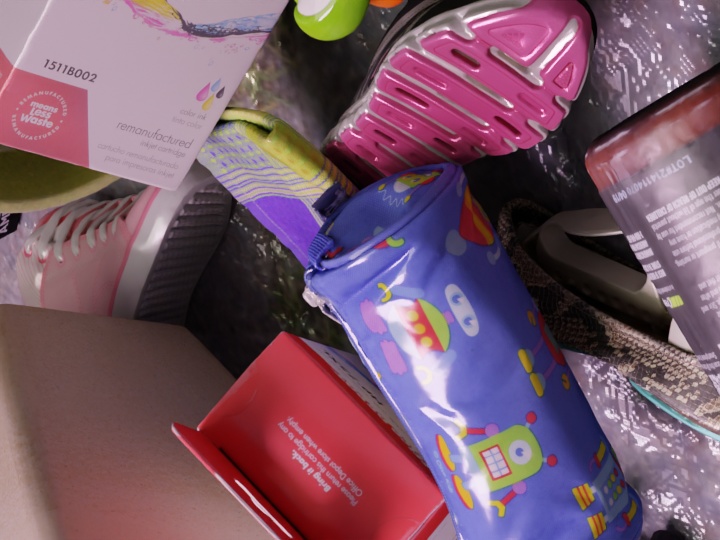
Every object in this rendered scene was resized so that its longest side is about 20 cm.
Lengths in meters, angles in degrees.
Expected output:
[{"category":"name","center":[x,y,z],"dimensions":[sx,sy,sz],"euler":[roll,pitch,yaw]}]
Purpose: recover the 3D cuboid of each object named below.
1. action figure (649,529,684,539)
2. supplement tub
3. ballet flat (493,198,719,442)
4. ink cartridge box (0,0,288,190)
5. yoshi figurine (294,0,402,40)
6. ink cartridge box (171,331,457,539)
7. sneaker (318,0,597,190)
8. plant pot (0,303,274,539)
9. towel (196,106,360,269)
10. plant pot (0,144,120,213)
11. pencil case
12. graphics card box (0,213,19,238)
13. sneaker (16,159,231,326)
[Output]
[{"category":"action figure","center":[0.092,0.196,1.164],"dimensions":[0.129,0.070,0.200],"euler":[22,140,-2]},{"category":"supplement tub","center":[0.181,0.011,0.918],"dimensions":[0.107,0.107,0.201],"euler":[-29,92,53]},{"category":"ballet flat","center":[0.129,0.018,1.020],"dimensions":[0.200,0.068,0.076],"euler":[28,124,39]},{"category":"ink cartridge box","center":[-0.093,-0.145,1.046],"dimensions":[0.201,0.116,0.068],"euler":[-58,43,21]},{"category":"yoshi figurine","center":[0.001,-0.182,0.954],"dimensions":[0.112,0.112,0.200],"euler":[36,125,6]},{"category":"ink cartridge box","center":[-0.001,0.097,1.117],"dimensions":[0.116,0.200,0.067],"euler":[44,97,18]},{"category":"sneaker","center":[0.047,-0.093,1.006],"dimensions":[0.074,0.088,0.200],"euler":[32,154,-10]},{"category":"plant pot","center":[-0.151,0.131,1.215],"dimensions":[0.200,0.199,0.178],"euler":[-46,52,33]},{"category":"towel","center":[0.000,0.000,1.108],"dimensions":[0.200,0.023,0.143],"euler":[48,167,-20]},{"category":"plant pot","center":[-0.187,-0.163,1.168],"dimensions":[0.184,0.200,0.201],"euler":[45,143,35]},{"category":"pencil case","center":[0.047,0.049,1.011],"dimensions":[0.201,0.087,0.078],"euler":[60,-177,-16]},{"category":"graphics card box","center":[-0.313,-0.037,1.369],"dimensions":[0.125,0.200,0.051],"euler":[40,139,21]},{"category":"sneaker","center":[-0.141,-0.013,1.291],"dimensions":[0.105,0.075,0.201],"euler":[42,144,13]}]
